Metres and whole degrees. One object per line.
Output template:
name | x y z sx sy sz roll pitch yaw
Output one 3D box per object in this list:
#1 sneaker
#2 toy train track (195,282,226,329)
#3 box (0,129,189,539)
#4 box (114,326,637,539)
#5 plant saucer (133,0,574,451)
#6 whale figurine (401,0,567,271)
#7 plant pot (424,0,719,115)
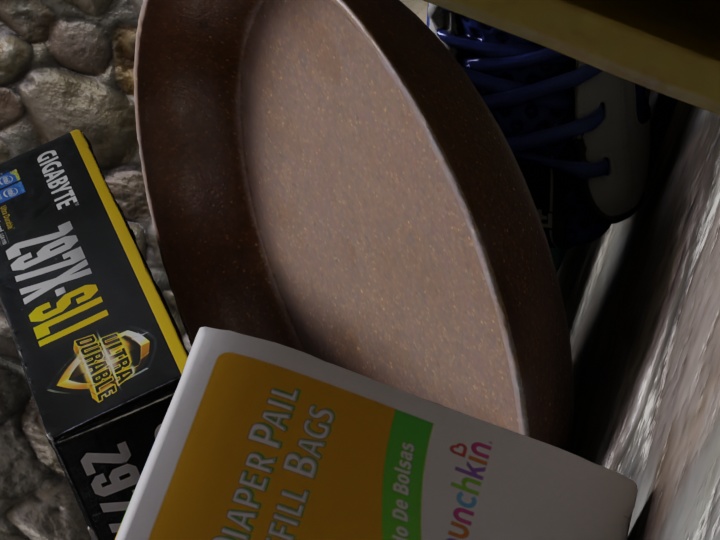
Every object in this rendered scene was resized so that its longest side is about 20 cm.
sneaker | 0.050 -0.072 0.755 0.199 0.080 0.116 53 -138 -64
toy train track | -0.026 0.005 0.917 0.115 0.032 0.201 65 -170 -50
box | -0.062 0.064 0.855 0.200 0.049 0.160 -123 9 -64
box | -0.024 0.128 0.613 0.113 0.101 0.201 -71 2 -47
plant saucer | 0.000 0.000 0.756 0.034 0.201 0.201 -21 -25 -26
whale figurine | 0.037 -0.025 0.899 0.159 0.103 0.201 103 165 -56
plant pot | 0.033 -0.152 0.567 0.200 0.194 0.195 -55 -14 -84
